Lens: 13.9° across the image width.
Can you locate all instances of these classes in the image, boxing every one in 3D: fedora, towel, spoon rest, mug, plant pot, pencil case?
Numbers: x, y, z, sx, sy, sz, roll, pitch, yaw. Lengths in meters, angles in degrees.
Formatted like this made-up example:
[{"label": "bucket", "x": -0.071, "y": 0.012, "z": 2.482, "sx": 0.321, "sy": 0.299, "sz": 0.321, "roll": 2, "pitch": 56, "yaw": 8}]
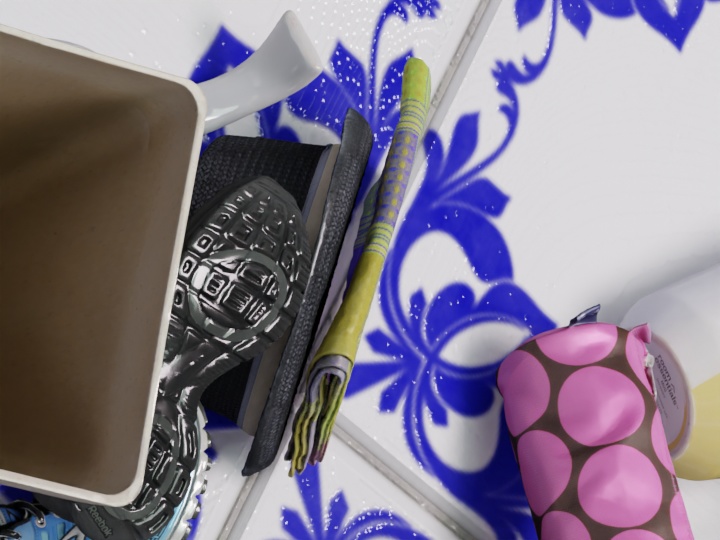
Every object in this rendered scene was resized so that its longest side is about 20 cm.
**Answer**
[{"label": "fedora", "x": -0.062, "y": 0.002, "z": 1.548, "sx": 0.092, "sy": 0.201, "sz": 0.201, "roll": 18, "pitch": 70, "yaw": 1}, {"label": "towel", "x": 0.000, "y": 0.000, "z": 1.581, "sx": 0.023, "sy": 0.144, "sz": 0.200, "roll": 16, "pitch": 62, "yaw": 1}, {"label": "spoon rest", "x": -0.117, "y": -0.087, "z": 1.547, "sx": 0.200, "sy": 0.061, "sz": 0.099, "roll": -15, "pitch": 68, "yaw": -33}, {"label": "mug", "x": 0.241, "y": 0.065, "z": 1.760, "sx": 0.153, "sy": 0.187, "sz": 0.150, "roll": -13, "pitch": 119, "yaw": -31}, {"label": "plant pot", "x": -0.211, "y": 0.000, "z": 1.372, "sx": 0.200, "sy": 0.177, "sz": 0.200, "roll": 15, "pitch": 75, "yaw": -26}, {"label": "pencil case", "x": 0.142, "y": 0.126, "z": 1.672, "sx": 0.094, "sy": 0.091, "sz": 0.200, "roll": -10, "pitch": 66, "yaw": -7}]

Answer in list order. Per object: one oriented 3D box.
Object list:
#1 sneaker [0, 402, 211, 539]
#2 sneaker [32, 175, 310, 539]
[{"label": "sneaker", "x": -0.148, "y": 0.133, "z": 1.472, "sx": 0.090, "sy": 0.078, "sz": 0.200, "roll": 35, "pitch": 79, "yaw": -19}, {"label": "sneaker", "x": -0.101, "y": 0.036, "z": 1.437, "sx": 0.076, "sy": 0.091, "sz": 0.200, "roll": 44, "pitch": 70, "yaw": -32}]
